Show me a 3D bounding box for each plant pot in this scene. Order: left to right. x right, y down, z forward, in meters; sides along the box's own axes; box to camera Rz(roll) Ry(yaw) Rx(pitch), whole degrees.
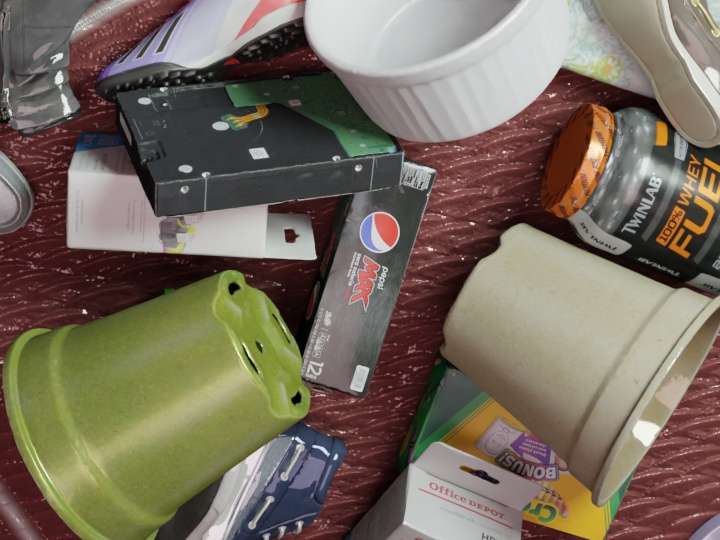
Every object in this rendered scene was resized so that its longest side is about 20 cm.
[{"bbox_3d":[-0.148,0.097,1.275,0.184,0.201,0.201,-28,110,16],"label":"plant pot"},{"bbox_3d":[0.174,0.062,1.333,0.183,0.200,0.201,32,107,17],"label":"plant pot"}]

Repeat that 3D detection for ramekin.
[{"bbox_3d":[0.065,-0.194,1.237,0.200,0.201,0.098,-27,137,6],"label":"ramekin"}]

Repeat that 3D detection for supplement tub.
[{"bbox_3d":[0.259,-0.059,1.341,0.199,0.123,0.123,20,107,-12],"label":"supplement tub"}]

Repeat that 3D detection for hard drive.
[{"bbox_3d":[-0.081,-0.102,1.265,0.199,0.140,0.038,-10,129,-18],"label":"hard drive"}]

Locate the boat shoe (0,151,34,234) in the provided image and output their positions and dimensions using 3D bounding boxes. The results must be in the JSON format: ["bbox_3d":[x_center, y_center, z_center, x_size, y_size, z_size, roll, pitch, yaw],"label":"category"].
[{"bbox_3d":[-0.359,-0.093,1.311,0.202,0.065,0.074,39,103,-16],"label":"boat shoe"}]

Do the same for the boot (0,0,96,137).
[{"bbox_3d":[-0.242,-0.183,1.285,0.199,0.070,0.132,-11,106,12],"label":"boot"}]

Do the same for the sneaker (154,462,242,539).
[{"bbox_3d":[-0.172,0.186,1.407,0.099,0.071,0.200,25,125,-14],"label":"sneaker"}]

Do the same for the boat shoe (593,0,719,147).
[{"bbox_3d":[0.246,-0.196,1.275,0.059,0.072,0.200,-37,99,-28],"label":"boat shoe"}]

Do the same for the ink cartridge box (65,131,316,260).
[{"bbox_3d":[-0.135,-0.062,1.313,0.199,0.115,0.068,3,111,-6],"label":"ink cartridge box"}]

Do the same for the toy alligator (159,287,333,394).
[{"bbox_3d":[-0.112,0.054,1.393,0.199,0.059,0.054,17,67,-10],"label":"toy alligator"}]

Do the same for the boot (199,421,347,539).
[{"bbox_3d":[-0.089,0.225,1.443,0.090,0.073,0.201,24,106,-7],"label":"boot"}]

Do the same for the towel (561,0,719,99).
[{"bbox_3d":[0.228,-0.234,1.315,0.199,0.048,0.172,17,107,-10],"label":"towel"}]

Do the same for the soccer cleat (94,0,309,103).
[{"bbox_3d":[-0.127,-0.192,1.301,0.199,0.068,0.073,-20,76,15],"label":"soccer cleat"}]

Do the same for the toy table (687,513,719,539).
[{"bbox_3d":[0.351,0.332,1.496,0.183,0.117,0.201,7,110,-7],"label":"toy table"}]

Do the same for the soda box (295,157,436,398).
[{"bbox_3d":[0.000,0.000,1.345,0.063,0.071,0.201,18,92,-10],"label":"soda box"}]

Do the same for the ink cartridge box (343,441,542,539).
[{"bbox_3d":[0.065,0.245,1.422,0.116,0.068,0.200,23,135,-12],"label":"ink cartridge box"}]

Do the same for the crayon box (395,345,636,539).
[{"bbox_3d":[0.145,0.156,1.445,0.199,0.058,0.119,18,107,-11],"label":"crayon box"}]
